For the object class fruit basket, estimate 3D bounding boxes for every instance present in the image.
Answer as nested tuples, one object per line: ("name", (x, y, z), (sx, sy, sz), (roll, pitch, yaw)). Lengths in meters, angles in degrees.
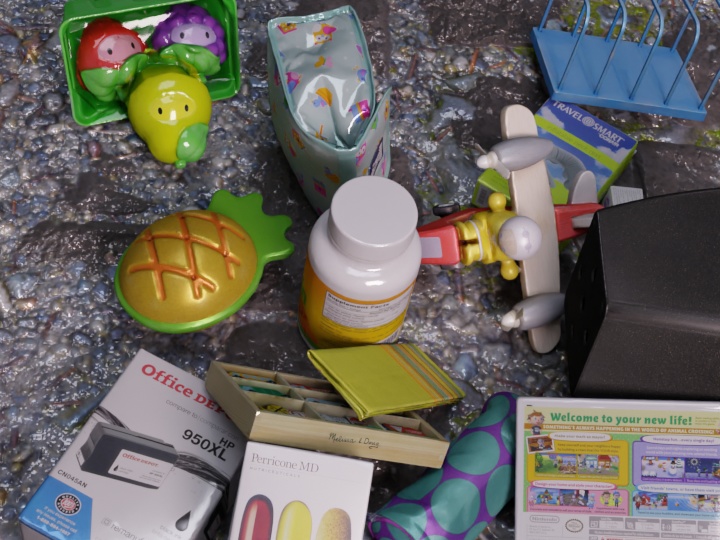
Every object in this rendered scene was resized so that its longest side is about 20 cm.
("fruit basket", (-0.227, -0.221, 1.330), (0.214, 0.156, 0.216), (0, 40, 0))

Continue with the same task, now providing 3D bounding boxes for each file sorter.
("file sorter", (0.328, -0.282, 1.433), (0.199, 0.123, 0.139), (6, 43, -12))

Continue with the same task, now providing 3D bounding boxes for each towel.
("towel", (0.027, 0.104, 1.144), (0.086, 0.018, 0.200), (43, 19, 24))

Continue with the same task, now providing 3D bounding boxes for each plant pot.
("plant pot", (0.298, 0.041, 1.139), (0.176, 0.200, 0.201), (8, 47, -2))

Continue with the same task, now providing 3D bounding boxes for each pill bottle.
("pill bottle", (0.000, 0.000, 1.172), (0.110, 0.200, 0.112), (4, 55, -6))

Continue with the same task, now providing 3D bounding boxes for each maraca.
("maraca", (-0.158, -0.012, 1.212), (0.137, 0.107, 0.200), (40, 59, 19))

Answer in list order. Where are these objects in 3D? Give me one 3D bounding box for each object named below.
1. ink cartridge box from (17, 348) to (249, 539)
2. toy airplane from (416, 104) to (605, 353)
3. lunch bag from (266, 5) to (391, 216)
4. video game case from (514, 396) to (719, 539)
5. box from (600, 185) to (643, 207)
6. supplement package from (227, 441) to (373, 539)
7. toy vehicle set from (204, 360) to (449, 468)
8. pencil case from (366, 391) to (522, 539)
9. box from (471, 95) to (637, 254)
("ink cartridge box", (-0.193, 0.192, 1.083), (0.144, 0.084, 0.200), (26, 55, 8))
("toy airplane", (0.174, -0.040, 1.234), (0.200, 0.141, 0.199), (37, 98, -4))
("lunch bag", (-0.029, -0.156, 1.290), (0.121, 0.171, 0.201), (-14, 59, -8))
("video game case", (0.240, 0.208, 1.075), (0.199, 0.022, 0.183), (1, 85, 10))
("box", (0.301, -0.003, 1.318), (0.041, 0.039, 0.201), (5, 56, -8))
("supplement package", (-0.060, 0.255, 1.007), (0.113, 0.110, 0.201), (9, 78, -2))
("toy vehicle set", (-0.031, 0.131, 1.085), (0.199, 0.027, 0.124), (13, 10, -30))
("pencil case", (0.094, 0.203, 1.121), (0.200, 0.085, 0.092), (-39, 25, -29))
("box", (0.233, -0.121, 1.382), (0.122, 0.048, 0.200), (33, 58, 15))
